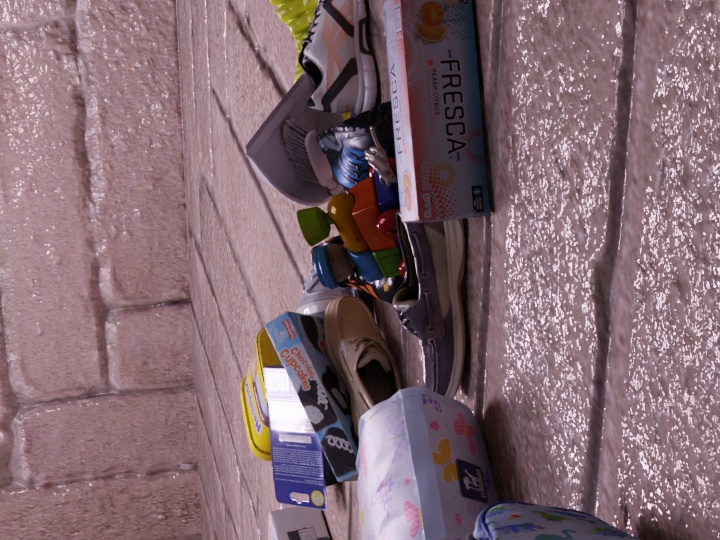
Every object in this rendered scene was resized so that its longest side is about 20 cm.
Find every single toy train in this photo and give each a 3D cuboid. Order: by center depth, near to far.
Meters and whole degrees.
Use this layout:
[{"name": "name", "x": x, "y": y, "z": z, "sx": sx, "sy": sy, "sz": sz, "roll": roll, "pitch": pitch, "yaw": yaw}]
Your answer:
[{"name": "toy train", "x": -0.011, "y": -0.060, "z": 1.389, "sx": 0.200, "sy": 0.116, "sz": 0.085, "roll": 61, "pitch": -164, "yaw": -48}]

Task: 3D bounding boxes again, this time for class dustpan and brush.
[{"name": "dustpan and brush", "x": -0.045, "y": -0.111, "z": 1.664, "sx": 0.057, "sy": 0.140, "sz": 0.200, "roll": 17, "pitch": 149, "yaw": 32}]

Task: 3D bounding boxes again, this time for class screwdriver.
[{"name": "screwdriver", "x": -0.010, "y": -0.021, "z": 1.728, "sx": 0.029, "sy": 0.028, "sz": 0.200, "roll": 137, "pitch": 124, "yaw": -63}]

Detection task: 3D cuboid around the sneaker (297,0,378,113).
[{"name": "sneaker", "x": -0.032, "y": -0.268, "z": 1.620, "sx": 0.074, "sy": 0.080, "sz": 0.200, "roll": 114, "pitch": 149, "yaw": -68}]

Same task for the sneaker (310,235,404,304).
[{"name": "sneaker", "x": 0.000, "y": 0.000, "z": 1.562, "sx": 0.200, "sy": 0.090, "sz": 0.070, "roll": -146, "pitch": 51, "yaw": -74}]

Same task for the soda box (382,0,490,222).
[{"name": "soda box", "x": 0.066, "y": -0.143, "z": 1.261, "sx": 0.064, "sy": 0.068, "sz": 0.200, "roll": -174, "pitch": 79, "yaw": -77}]

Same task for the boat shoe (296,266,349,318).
[{"name": "boat shoe", "x": -0.046, "y": 0.025, "z": 1.790, "sx": 0.201, "sy": 0.070, "sz": 0.072, "roll": 147, "pitch": 119, "yaw": -88}]

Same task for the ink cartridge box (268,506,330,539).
[{"name": "ink cartridge box", "x": -0.081, "y": 0.467, "z": 2.139, "sx": 0.200, "sy": 0.083, "sz": 0.147, "roll": -113, "pitch": 22, "yaw": -55}]

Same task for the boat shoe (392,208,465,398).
[{"name": "boat shoe", "x": 0.062, "y": 0.028, "z": 1.361, "sx": 0.072, "sy": 0.065, "sz": 0.200, "roll": -126, "pitch": 33, "yaw": -66}]

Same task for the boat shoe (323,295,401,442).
[{"name": "boat shoe", "x": 0.011, "y": 0.105, "z": 1.623, "sx": 0.065, "sy": 0.072, "sz": 0.200, "roll": 118, "pitch": 145, "yaw": -49}]

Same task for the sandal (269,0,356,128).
[{"name": "sandal", "x": -0.042, "y": -0.264, "z": 1.711, "sx": 0.087, "sy": 0.079, "sz": 0.200, "roll": -11, "pitch": -92, "yaw": -66}]

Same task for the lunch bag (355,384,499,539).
[{"name": "lunch bag", "x": 0.063, "y": 0.217, "z": 1.316, "sx": 0.200, "sy": 0.127, "sz": 0.170, "roll": 87, "pitch": 173, "yaw": -61}]

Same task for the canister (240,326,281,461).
[{"name": "canister", "x": -0.128, "y": 0.187, "z": 2.221, "sx": 0.200, "sy": 0.086, "sz": 0.149, "roll": 109, "pitch": 152, "yaw": -58}]

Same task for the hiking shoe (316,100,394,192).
[{"name": "hiking shoe", "x": 0.013, "y": -0.126, "z": 1.540, "sx": 0.087, "sy": 0.074, "sz": 0.200, "roll": 65, "pitch": 171, "yaw": -5}]

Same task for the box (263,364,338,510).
[{"name": "box", "x": -0.083, "y": 0.235, "z": 2.051, "sx": 0.121, "sy": 0.032, "sz": 0.200, "roll": -2, "pitch": 93, "yaw": 49}]

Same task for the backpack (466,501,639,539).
[{"name": "backpack", "x": 0.132, "y": 0.226, "z": 0.951, "sx": 0.200, "sy": 0.163, "sz": 0.154, "roll": 108, "pitch": 164, "yaw": -75}]

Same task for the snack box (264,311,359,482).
[{"name": "snack box", "x": -0.033, "y": 0.144, "z": 1.652, "sx": 0.200, "sy": 0.037, "sz": 0.116, "roll": 63, "pitch": -164, "yaw": 15}]
